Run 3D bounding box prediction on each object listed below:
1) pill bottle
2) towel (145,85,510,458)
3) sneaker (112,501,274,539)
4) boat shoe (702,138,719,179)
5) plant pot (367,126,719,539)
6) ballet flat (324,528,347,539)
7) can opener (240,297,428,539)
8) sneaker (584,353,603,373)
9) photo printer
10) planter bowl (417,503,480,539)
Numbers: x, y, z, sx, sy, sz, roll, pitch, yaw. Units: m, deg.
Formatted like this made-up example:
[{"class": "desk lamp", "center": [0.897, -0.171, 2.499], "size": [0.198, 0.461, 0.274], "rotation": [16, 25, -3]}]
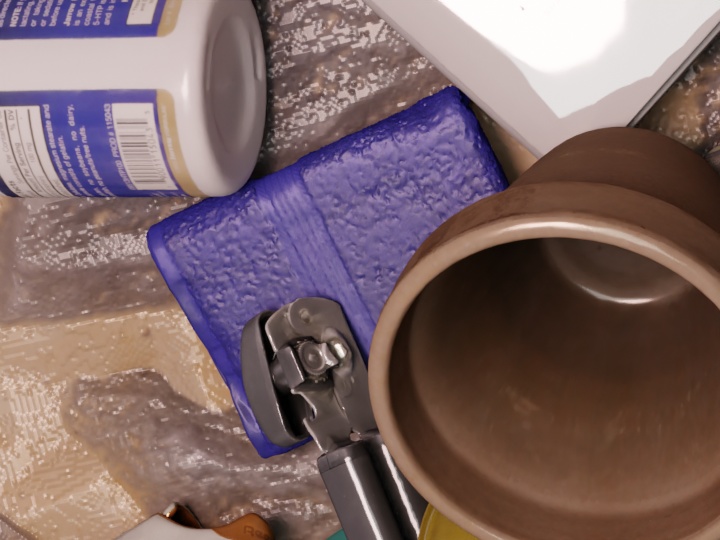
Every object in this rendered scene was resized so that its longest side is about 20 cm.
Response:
[{"class": "pill bottle", "center": [-0.161, -0.099, 1.339], "size": [0.200, 0.120, 0.120], "rotation": [1, 99, 16]}, {"class": "towel", "center": [0.000, 0.000, 1.359], "size": [0.200, 0.050, 0.148], "rotation": [-25, 99, 15]}, {"class": "sneaker", "center": [-0.129, 0.181, 1.415], "size": [0.200, 0.085, 0.073], "rotation": [-11, 136, 30]}, {"class": "boat shoe", "center": [0.275, -0.042, 1.264], "size": [0.200, 0.072, 0.076], "rotation": [17, 131, 17]}, {"class": "plant pot", "center": [0.117, 0.017, 1.214], "size": [0.200, 0.175, 0.200], "rotation": [7, 124, 11]}, {"class": "ballet flat", "center": [0.019, 0.162, 1.370], "size": [0.070, 0.067, 0.200], "rotation": [41, 108, -12]}, {"class": "can opener", "center": [-0.006, 0.110, 1.322], "size": [0.067, 0.053, 0.200], "rotation": [-29, 81, 48]}, {"class": "sneaker", "center": [0.174, 0.115, 1.324], "size": [0.200, 0.066, 0.078], "rotation": [48, 67, -11]}, {"class": "photo printer", "center": [0.094, -0.167, 1.294], "size": [0.200, 0.069, 0.166], "rotation": [43, 106, 4]}, {"class": "planter bowl", "center": [0.121, 0.181, 1.260], "size": [0.083, 0.200, 0.201], "rotation": [-27, 92, 31]}]
